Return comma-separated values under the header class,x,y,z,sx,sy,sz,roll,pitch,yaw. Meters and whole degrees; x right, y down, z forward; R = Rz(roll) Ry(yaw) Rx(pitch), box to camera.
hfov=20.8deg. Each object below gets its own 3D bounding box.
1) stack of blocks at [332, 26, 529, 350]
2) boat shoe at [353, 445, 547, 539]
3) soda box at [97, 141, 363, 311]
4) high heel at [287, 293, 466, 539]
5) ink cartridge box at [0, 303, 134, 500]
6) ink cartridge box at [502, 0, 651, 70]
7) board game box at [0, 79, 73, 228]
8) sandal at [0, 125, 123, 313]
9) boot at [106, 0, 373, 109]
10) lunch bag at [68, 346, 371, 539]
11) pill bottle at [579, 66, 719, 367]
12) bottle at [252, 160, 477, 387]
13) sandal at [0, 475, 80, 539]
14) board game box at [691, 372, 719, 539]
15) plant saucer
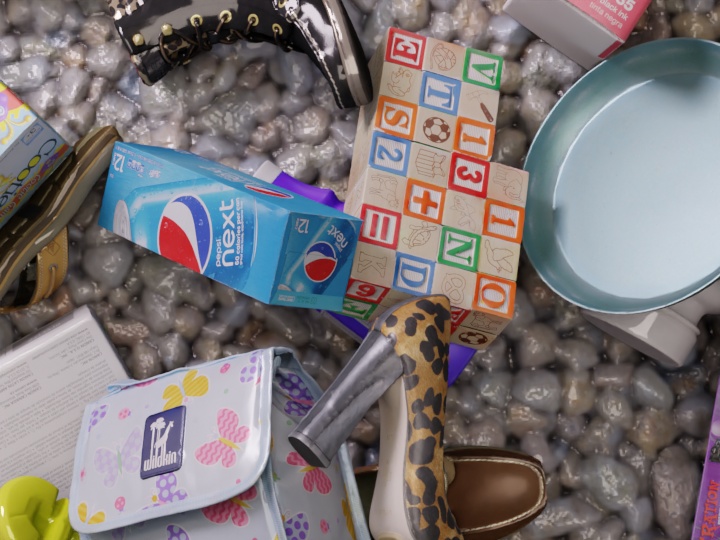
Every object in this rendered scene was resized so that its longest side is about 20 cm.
class,x,y,z,sx,sy,sz,roll,pitch,yaw
stack of blocks,0.053,-0.057,1.350,0.115,0.059,0.201,14,63,-11
boat shoe,0.032,0.166,1.370,0.199,0.074,0.076,-8,85,-1
soda box,-0.091,-0.032,1.316,0.068,0.200,0.064,6,101,-43
high heel,0.057,0.119,1.278,0.143,0.071,0.200,-50,118,-19
ink cartridge box,-0.213,0.148,1.390,0.160,0.050,0.201,-29,107,-3
ink cartridge box,0.193,-0.251,1.359,0.083,0.147,0.200,34,87,-1
board game box,-0.312,-0.122,1.347,0.200,0.103,0.105,42,87,10
sandal,-0.226,-0.015,1.381,0.054,0.080,0.200,43,81,-23
boot,-0.088,-0.171,1.368,0.150,0.073,0.201,-26,68,0
lunch bag,-0.096,0.162,1.291,0.169,0.127,0.201,-14,89,29
pill bottle,0.235,-0.039,1.368,0.111,0.111,0.201,29,86,0
bottle,0.000,0.000,1.382,0.200,0.065,0.084,36,77,1
sandal,-0.198,0.223,1.354,0.087,0.080,0.200,-27,115,34
board game box,0.265,0.119,1.358,0.032,0.120,0.201,10,86,18
plant saucer,0.197,-0.061,1.315,0.199,0.027,0.201,-17,58,30
